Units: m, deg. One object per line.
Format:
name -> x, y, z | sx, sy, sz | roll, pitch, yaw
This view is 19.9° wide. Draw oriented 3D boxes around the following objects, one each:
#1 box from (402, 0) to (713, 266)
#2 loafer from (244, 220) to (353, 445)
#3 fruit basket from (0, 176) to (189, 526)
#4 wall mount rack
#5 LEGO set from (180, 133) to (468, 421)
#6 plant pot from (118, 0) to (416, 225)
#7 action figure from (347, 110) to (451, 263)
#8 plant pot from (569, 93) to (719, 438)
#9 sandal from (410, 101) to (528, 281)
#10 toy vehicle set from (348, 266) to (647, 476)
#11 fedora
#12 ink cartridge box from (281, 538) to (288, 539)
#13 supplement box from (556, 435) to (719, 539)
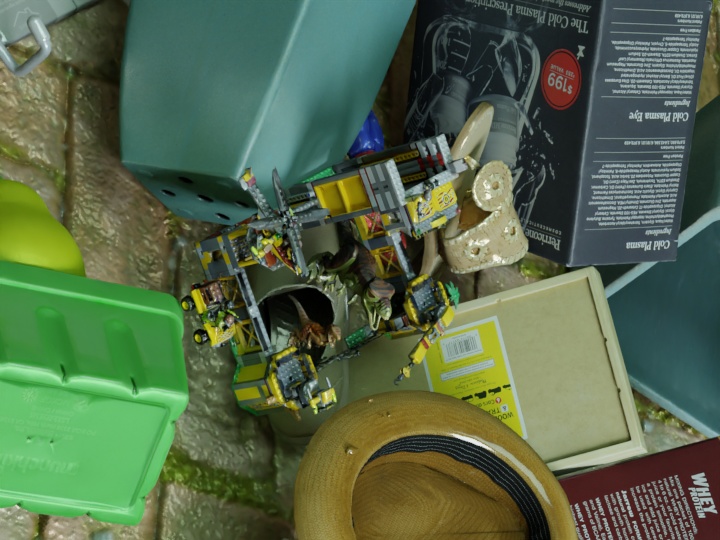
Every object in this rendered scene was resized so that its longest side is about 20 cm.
box -> 0.130, -0.114, 1.421 | 0.104, 0.200, 0.183 | -4, 106, -35
loafer -> -0.040, 0.012, 1.357 | 0.075, 0.068, 0.201 | -8, 71, 4
fruit basket -> -0.212, 0.044, 1.219 | 0.214, 0.156, 0.216 | 21, 18, -7
wall mount rack -> -0.221, -0.229, 1.347 | 0.200, 0.074, 0.174 | -37, 93, -40
LEGO set -> 0.000, 0.000, 1.262 | 0.199, 0.115, 0.155 | -17, 93, -44
plant pot -> -0.071, -0.136, 1.346 | 0.141, 0.140, 0.201 | 47, 56, -59
action figure -> 0.025, -0.097, 1.417 | 0.065, 0.098, 0.201 | 44, 31, -52
plant pot -> 0.285, -0.024, 1.547 | 0.195, 0.196, 0.201 | 32, 45, -20
sandal -> 0.079, -0.025, 1.373 | 0.069, 0.212, 0.078 | 31, 51, 8
toy vehicle set -> 0.078, 0.084, 1.359 | 0.027, 0.199, 0.125 | 37, 39, -71
fedora -> 0.038, 0.169, 1.245 | 0.199, 0.082, 0.202 | 16, 54, -23
ink cartridge box -> -0.019, 0.286, 1.255 | 0.200, 0.087, 0.146 | 38, 54, -13
supplement box -> 0.179, 0.236, 1.386 | 0.199, 0.133, 0.198 | -10, 76, -37
